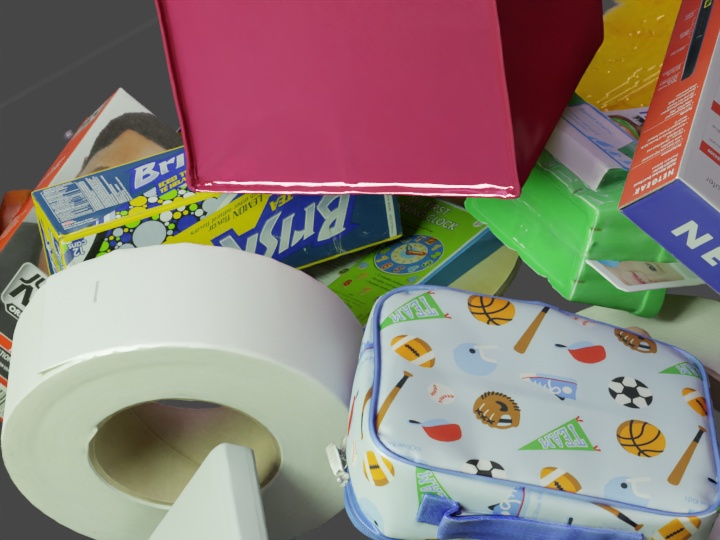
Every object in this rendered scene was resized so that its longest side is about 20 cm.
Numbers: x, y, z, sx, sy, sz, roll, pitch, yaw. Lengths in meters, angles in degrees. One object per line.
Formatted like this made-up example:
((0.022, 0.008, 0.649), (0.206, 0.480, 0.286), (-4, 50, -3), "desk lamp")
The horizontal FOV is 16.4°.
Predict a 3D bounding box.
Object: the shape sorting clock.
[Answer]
((0.000, 0.000, 1.489), (0.199, 0.039, 0.200), (-13, 35, 9), "shape sorting clock")

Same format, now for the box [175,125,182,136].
((-0.021, -0.130, 1.585), (0.200, 0.070, 0.064), (-48, 23, -24), "box")

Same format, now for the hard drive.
((-0.078, 0.209, 1.309), (0.026, 0.132, 0.200), (13, 44, -26), "hard drive")

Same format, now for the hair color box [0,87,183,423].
((-0.168, -0.001, 1.506), (0.101, 0.061, 0.200), (38, 60, -11), "hair color box")

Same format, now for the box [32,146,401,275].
((-0.081, -0.033, 1.439), (0.200, 0.070, 0.064), (-18, 33, -14), "box")

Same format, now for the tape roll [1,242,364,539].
((-0.095, 0.073, 1.366), (0.202, 0.203, 0.071), (-6, 51, 9), "tape roll")

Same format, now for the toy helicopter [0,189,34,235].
((-0.257, -0.056, 1.510), (0.079, 0.200, 0.132), (-3, 34, 10), "toy helicopter")

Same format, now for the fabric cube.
((0.010, -0.170, 1.370), (0.199, 0.197, 0.199), (3, 32, 20), "fabric cube")

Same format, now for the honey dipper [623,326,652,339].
((0.075, 0.052, 1.403), (0.200, 0.038, 0.038), (-11, 46, 34), "honey dipper")

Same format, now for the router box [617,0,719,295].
((0.247, -0.050, 1.392), (0.049, 0.200, 0.180), (-30, 29, 46), "router box")

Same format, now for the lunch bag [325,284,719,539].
((0.084, 0.089, 1.278), (0.199, 0.076, 0.160), (10, 38, -6), "lunch bag")

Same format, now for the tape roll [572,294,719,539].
((0.165, 0.102, 1.390), (0.202, 0.037, 0.203), (-7, 50, 8), "tape roll")

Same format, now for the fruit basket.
((0.171, -0.051, 1.450), (0.200, 0.094, 0.185), (-13, 39, -31), "fruit basket")
